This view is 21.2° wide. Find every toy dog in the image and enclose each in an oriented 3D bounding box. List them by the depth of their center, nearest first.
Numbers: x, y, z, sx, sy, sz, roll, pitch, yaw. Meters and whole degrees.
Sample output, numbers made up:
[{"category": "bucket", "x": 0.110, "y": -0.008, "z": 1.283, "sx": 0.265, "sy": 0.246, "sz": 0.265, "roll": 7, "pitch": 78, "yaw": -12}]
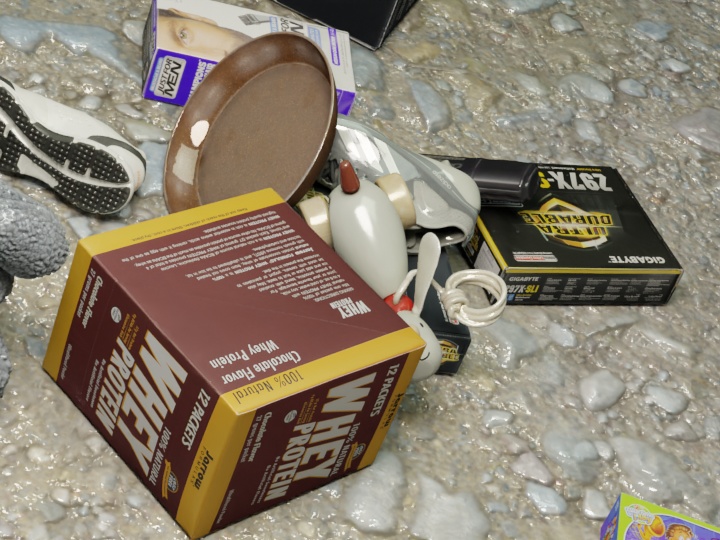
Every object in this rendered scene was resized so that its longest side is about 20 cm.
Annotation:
[{"category": "toy dog", "x": 0.017, "y": -0.014, "z": 1.569, "sx": 0.132, "sy": 0.096, "sz": 0.200, "roll": -39, "pitch": 58, "yaw": -14}]

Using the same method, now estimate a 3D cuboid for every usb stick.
[{"category": "usb stick", "x": 0.067, "y": -0.088, "z": 1.777, "sx": 0.200, "sy": 0.033, "sz": 0.055, "roll": 6, "pitch": 29, "yaw": 18}]

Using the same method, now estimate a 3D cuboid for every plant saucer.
[{"category": "plant saucer", "x": -0.090, "y": -0.113, "z": 1.676, "sx": 0.034, "sy": 0.200, "sz": 0.200, "roll": 31, "pitch": 23, "yaw": -43}]

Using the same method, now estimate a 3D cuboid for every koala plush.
[{"category": "koala plush", "x": -0.353, "y": -0.005, "z": 1.373, "sx": 0.184, "sy": 0.178, "sz": 0.200, "roll": 37, "pitch": 21, "yaw": 32}]

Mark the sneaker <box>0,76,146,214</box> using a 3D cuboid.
[{"category": "sneaker", "x": -0.276, "y": -0.116, "z": 1.674, "sx": 0.200, "sy": 0.074, "sz": 0.080, "roll": 32, "pitch": 22, "yaw": 5}]

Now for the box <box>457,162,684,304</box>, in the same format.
[{"category": "box", "x": 0.185, "y": -0.037, "z": 1.823, "sx": 0.200, "sy": 0.049, "sz": 0.160, "roll": 1, "pitch": 39, "yaw": -26}]

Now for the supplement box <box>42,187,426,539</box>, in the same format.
[{"category": "supplement box", "x": -0.098, "y": 0.065, "z": 1.471, "sx": 0.197, "sy": 0.133, "sz": 0.200, "roll": -18, "pitch": 52, "yaw": -42}]

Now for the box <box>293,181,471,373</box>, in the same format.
[{"category": "box", "x": 0.000, "y": 0.000, "z": 1.679, "sx": 0.159, "sy": 0.046, "sz": 0.200, "roll": 9, "pitch": 38, "yaw": -18}]

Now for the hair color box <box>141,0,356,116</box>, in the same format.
[{"category": "hair color box", "x": -0.109, "y": -0.201, "z": 1.863, "sx": 0.200, "sy": 0.065, "sz": 0.109, "roll": 10, "pitch": 38, "yaw": -14}]

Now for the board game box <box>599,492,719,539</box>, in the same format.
[{"category": "board game box", "x": 0.282, "y": 0.265, "z": 1.494, "sx": 0.200, "sy": 0.045, "sz": 0.135, "roll": 20, "pitch": 36, "yaw": -3}]

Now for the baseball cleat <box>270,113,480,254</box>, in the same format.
[{"category": "baseball cleat", "x": 0.010, "y": -0.077, "z": 1.685, "sx": 0.200, "sy": 0.070, "sz": 0.107, "roll": 17, "pitch": 42, "yaw": -1}]

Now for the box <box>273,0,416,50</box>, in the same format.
[{"category": "box", "x": -0.019, "y": -0.363, "z": 2.068, "sx": 0.200, "sy": 0.124, "sz": 0.197, "roll": 27, "pitch": 34, "yaw": 5}]
